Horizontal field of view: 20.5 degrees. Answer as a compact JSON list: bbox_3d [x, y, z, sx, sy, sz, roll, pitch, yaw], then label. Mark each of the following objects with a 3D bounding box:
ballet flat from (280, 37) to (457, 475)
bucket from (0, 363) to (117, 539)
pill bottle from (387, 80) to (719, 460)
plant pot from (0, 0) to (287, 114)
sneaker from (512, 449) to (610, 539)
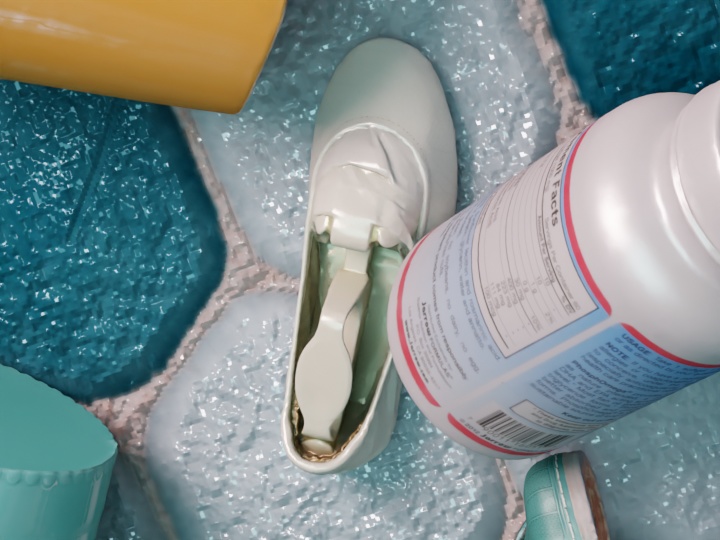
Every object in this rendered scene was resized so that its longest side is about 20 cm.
[{"bbox_3d":[0.000,0.000,0.874,0.069,0.069,0.200,12,104,10],"label":"ballet flat"},{"bbox_3d":[-0.212,0.114,0.880,0.207,0.207,0.135,20,99,8],"label":"bucket"},{"bbox_3d":[0.105,-0.003,0.783,0.109,0.109,0.200,53,141,-3],"label":"pill bottle"},{"bbox_3d":[-0.114,-0.153,0.811,0.183,0.200,0.200,20,107,-9],"label":"plant pot"},{"bbox_3d":[0.077,0.179,0.893,0.080,0.071,0.200,-3,103,9],"label":"sneaker"}]
